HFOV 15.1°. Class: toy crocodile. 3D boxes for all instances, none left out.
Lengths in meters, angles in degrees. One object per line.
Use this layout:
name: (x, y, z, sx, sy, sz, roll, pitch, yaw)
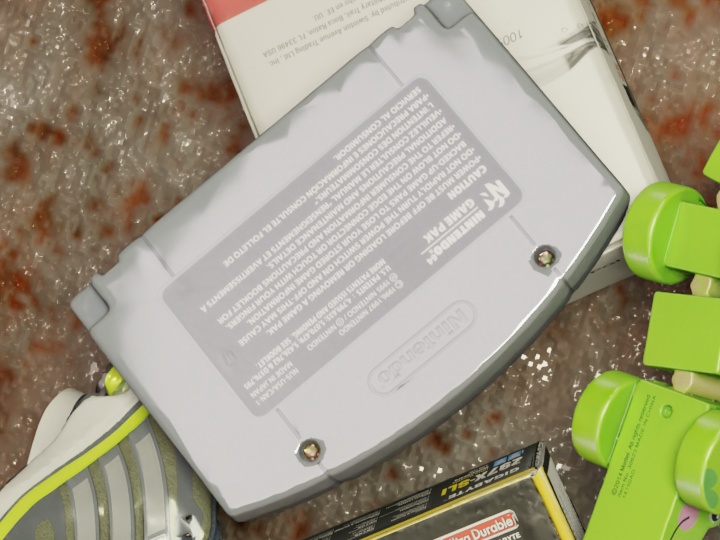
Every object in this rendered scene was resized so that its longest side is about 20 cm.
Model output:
toy crocodile: (0.133, 0.032, 1.039, 0.067, 0.062, 0.200, 14, 87, 42)

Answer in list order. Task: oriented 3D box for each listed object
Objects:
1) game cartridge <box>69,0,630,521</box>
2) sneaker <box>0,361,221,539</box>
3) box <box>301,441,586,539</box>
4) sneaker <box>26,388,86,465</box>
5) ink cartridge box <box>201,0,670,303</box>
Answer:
game cartridge: (0.000, 0.000, 1.065, 0.200, 0.040, 0.133, -39, 71, 3)
sneaker: (-0.102, 0.109, 1.078, 0.081, 0.074, 0.200, 32, 63, 11)
box: (0.016, 0.181, 1.095, 0.200, 0.049, 0.160, -23, 99, 12)
sneaker: (-0.111, 0.152, 1.153, 0.080, 0.076, 0.200, 10, 86, 8)
ink cartridge box: (0.033, -0.073, 1.134, 0.147, 0.083, 0.200, -24, 77, 11)
